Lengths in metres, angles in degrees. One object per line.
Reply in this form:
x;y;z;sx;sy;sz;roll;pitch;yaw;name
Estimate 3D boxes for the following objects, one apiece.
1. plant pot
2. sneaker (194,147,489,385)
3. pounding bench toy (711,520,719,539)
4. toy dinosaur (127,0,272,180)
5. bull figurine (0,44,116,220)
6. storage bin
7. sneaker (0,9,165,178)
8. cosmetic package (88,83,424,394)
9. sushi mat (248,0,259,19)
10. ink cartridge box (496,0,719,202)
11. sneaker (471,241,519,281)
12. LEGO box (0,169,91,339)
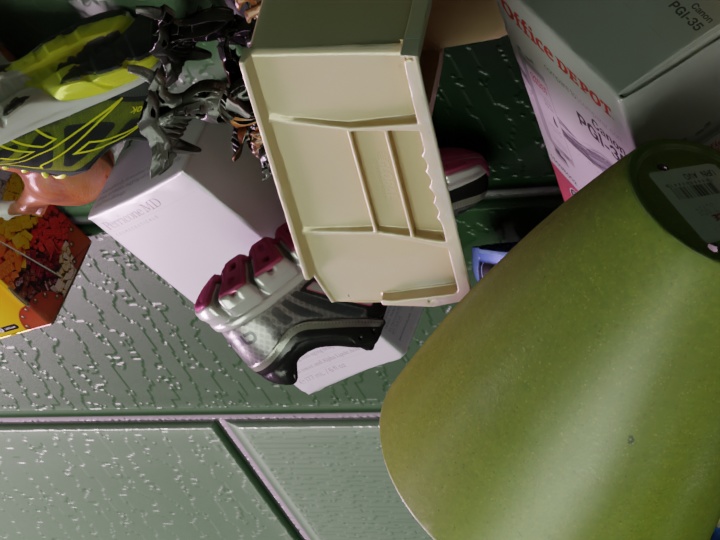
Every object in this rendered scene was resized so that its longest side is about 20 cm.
0.131;0.038;1.270;0.186;0.188;0.201;24;127;-4;plant pot
0.000;0.000;1.543;0.088;0.199;0.074;60;172;-20;sneaker
0.222;0.113;1.610;0.155;0.125;0.200;-12;133;39;pounding bench toy
-0.059;-0.121;1.483;0.135;0.102;0.201;-5;120;12;toy dinosaur
-0.243;-0.108;1.619;0.121;0.065;0.200;-11;131;43;bull figurine
0.018;-0.115;1.339;0.093;0.201;0.199;0;141;14;storage bin
-0.205;-0.084;1.548;0.199;0.075;0.085;-21;134;-4;sneaker
-0.061;-0.018;1.624;0.200;0.081;0.113;37;144;-23;cosmetic package
-0.018;-0.143;1.495;0.095;0.012;0.201;8;142;22;sushi mat
0.155;-0.083;1.364;0.147;0.083;0.200;51;170;44;ink cartridge box
0.125;0.026;1.522;0.070;0.078;0.200;-4;-172;-24;sneaker
-0.312;-0.017;1.762;0.199;0.077;0.149;-15;131;41;LEGO box
